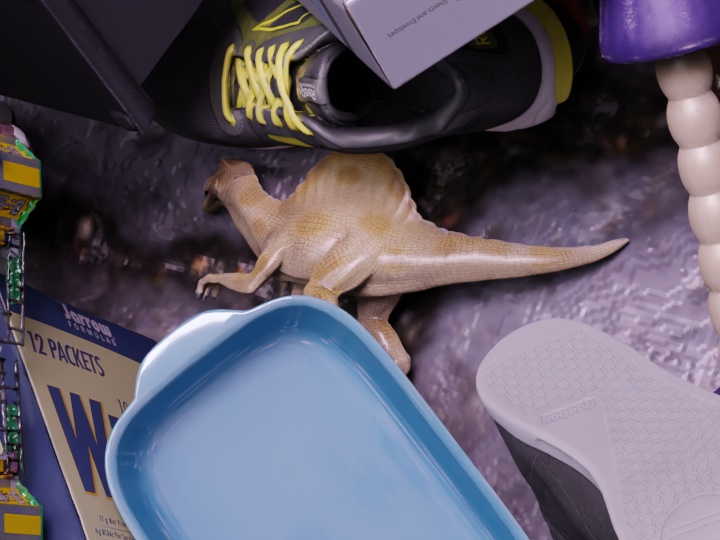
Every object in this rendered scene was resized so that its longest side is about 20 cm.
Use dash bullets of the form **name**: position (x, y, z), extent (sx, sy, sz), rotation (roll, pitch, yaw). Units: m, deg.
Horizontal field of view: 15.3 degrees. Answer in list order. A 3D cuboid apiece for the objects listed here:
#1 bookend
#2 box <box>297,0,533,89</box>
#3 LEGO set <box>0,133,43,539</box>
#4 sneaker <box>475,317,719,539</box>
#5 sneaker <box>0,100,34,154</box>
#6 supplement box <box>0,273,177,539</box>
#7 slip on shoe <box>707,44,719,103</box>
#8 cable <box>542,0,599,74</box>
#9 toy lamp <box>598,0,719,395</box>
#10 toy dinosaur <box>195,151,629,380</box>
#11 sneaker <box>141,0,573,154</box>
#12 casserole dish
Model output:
- **bookend**: position (-0.121, -0.174, 1.072), extent (0.199, 0.092, 0.199), rotation (17, 64, 41)
- **box**: position (0.042, -0.147, 1.013), extent (0.156, 0.041, 0.200), rotation (-33, 24, -4)
- **LEGO set**: position (-0.201, 0.031, 0.984), extent (0.153, 0.116, 0.201), rotation (2, 84, 32)
- **sneaker**: position (0.122, 0.096, 0.963), extent (0.071, 0.099, 0.200), rotation (-38, 37, -10)
- **sneaker**: position (-0.205, -0.050, 1.123), extent (0.115, 0.200, 0.076), rotation (25, 94, -15)
- **supplement box**: position (-0.162, 0.143, 1.091), extent (0.199, 0.134, 0.201), rotation (-32, 65, 16)
- **slip on shoe**: position (0.133, -0.118, 1.049), extent (0.060, 0.076, 0.201), rotation (-21, 75, 14)
- **cable**: position (0.027, -0.101, 1.128), extent (0.199, 0.050, 0.098), rotation (-24, 83, 33)
- **toy lamp**: position (0.128, -0.033, 0.982), extent (0.058, 0.058, 0.201), rotation (-10, 102, 24)
- **toy dinosaur**: position (0.000, 0.000, 1.092), extent (0.199, 0.058, 0.102), rotation (13, 81, 29)
- **sneaker**: position (-0.017, -0.084, 1.078), extent (0.199, 0.085, 0.075), rotation (-3, 99, 32)
- **casserole dish**: position (-0.012, 0.103, 1.039), extent (0.121, 0.039, 0.200), rotation (-38, 89, -5)
